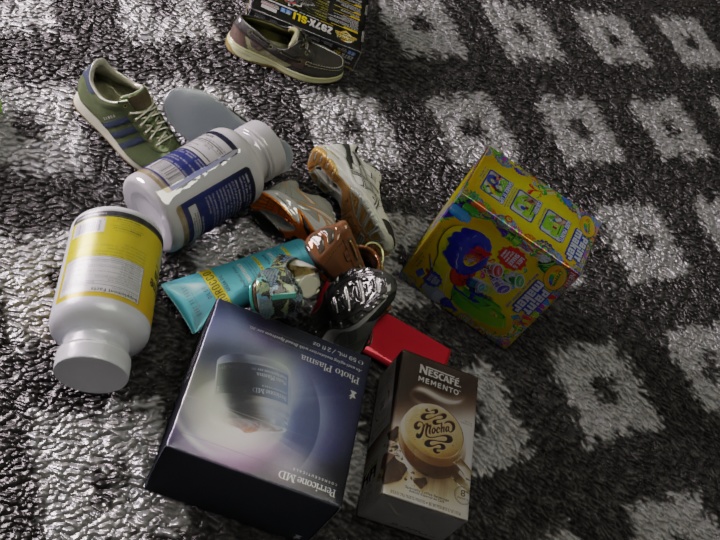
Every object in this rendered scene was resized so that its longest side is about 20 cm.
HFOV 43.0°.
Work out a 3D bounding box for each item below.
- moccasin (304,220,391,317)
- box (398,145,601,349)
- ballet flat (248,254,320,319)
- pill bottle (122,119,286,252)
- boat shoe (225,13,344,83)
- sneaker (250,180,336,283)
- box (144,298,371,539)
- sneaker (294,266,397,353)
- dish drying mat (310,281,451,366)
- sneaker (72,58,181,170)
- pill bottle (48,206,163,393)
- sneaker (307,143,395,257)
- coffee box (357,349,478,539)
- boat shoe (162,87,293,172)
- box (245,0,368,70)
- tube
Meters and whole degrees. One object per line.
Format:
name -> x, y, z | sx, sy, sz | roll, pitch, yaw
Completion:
moccasin -> -0.001, -0.001, 1.165 | 0.078, 0.201, 0.074 | -34, 49, 2
box -> 0.193, -0.029, 1.287 | 0.192, 0.200, 0.122 | 34, 48, 0
ballet flat -> -0.081, 0.019, 1.088 | 0.074, 0.074, 0.200 | 32, 11, -3
pill bottle -> -0.197, -0.117, 1.190 | 0.200, 0.111, 0.111 | -36, 77, -31
boat shoe -> -0.112, -0.356, 1.460 | 0.200, 0.066, 0.072 | 12, 51, -20
sneaker -> -0.051, -0.058, 1.269 | 0.200, 0.076, 0.092 | 41, 44, 4
box -> -0.110, 0.170, 1.034 | 0.199, 0.123, 0.199 | 22, 50, -11
sneaker -> -0.012, 0.062, 1.117 | 0.079, 0.200, 0.074 | 12, 52, -30
dish drying mat -> 0.027, 0.090, 1.235 | 0.200, 0.018, 0.077 | 29, 47, -6
sneaker -> -0.302, -0.205, 1.231 | 0.200, 0.090, 0.067 | 40, 47, 4
pill bottle -> -0.292, 0.033, 1.046 | 0.112, 0.112, 0.201 | 14, 52, -18
sneaker -> 0.007, -0.112, 1.336 | 0.087, 0.076, 0.200 | -18, 67, -36
coffee box -> 0.074, 0.213, 1.125 | 0.113, 0.080, 0.200 | 20, 50, -12
boat shoe -> -0.189, -0.198, 1.288 | 0.199, 0.074, 0.068 | 20, 5, -25
box -> -0.088, -0.440, 1.548 | 0.199, 0.049, 0.160 | 18, 52, -15
tube -> -0.152, 0.014, 1.183 | 0.200, 0.050, 0.078 | -25, 65, -33
